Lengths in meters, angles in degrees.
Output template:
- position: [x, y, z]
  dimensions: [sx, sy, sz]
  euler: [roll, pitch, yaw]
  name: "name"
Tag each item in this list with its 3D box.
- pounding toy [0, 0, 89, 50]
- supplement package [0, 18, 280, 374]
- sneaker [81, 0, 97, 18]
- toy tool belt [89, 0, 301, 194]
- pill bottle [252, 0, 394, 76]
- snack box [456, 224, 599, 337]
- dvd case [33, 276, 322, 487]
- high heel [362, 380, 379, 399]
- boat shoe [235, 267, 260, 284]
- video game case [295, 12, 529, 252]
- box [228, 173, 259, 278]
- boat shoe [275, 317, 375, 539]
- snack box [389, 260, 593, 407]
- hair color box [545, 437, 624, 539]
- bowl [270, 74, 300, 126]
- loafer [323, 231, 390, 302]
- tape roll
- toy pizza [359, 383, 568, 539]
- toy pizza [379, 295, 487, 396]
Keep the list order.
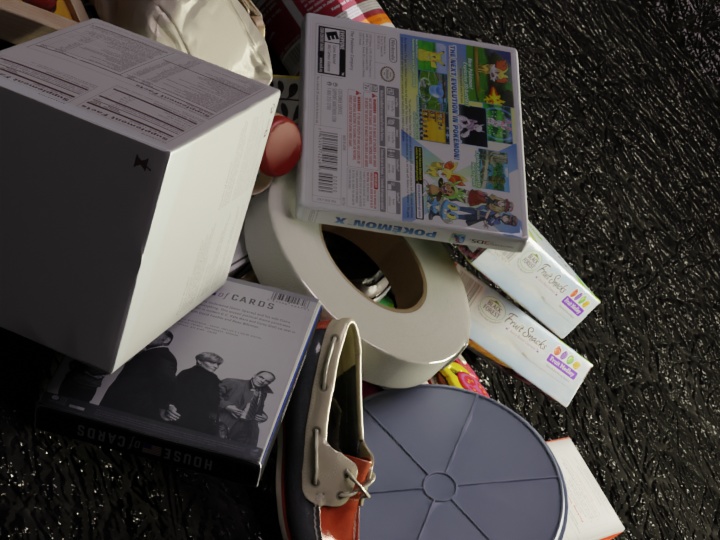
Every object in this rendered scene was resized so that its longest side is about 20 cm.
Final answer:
- position: [-0.285, -0.211, 1.315]
  dimensions: [0.199, 0.142, 0.185]
  euler: [15, 42, -55]
  name: "pounding toy"
- position: [-0.169, -0.056, 1.237]
  dimensions: [0.150, 0.153, 0.200]
  euler: [22, 21, 10]
  name: "supplement package"
- position: [-0.234, -0.237, 1.534]
  dimensions: [0.200, 0.075, 0.107]
  euler: [43, 22, -25]
  name: "sneaker"
- position: [-0.132, -0.154, 1.420]
  dimensions: [0.125, 0.122, 0.201]
  euler: [-55, 135, -23]
  name: "toy tool belt"
- position: [-0.061, -0.277, 1.874]
  dimensions: [0.201, 0.113, 0.113]
  euler: [56, 23, 6]
  name: "pill bottle"
- position: [0.110, -0.036, 1.609]
  dimensions: [0.143, 0.053, 0.200]
  euler: [53, 9, 34]
  name: "snack box"
- position: [-0.117, 0.061, 1.279]
  dimensions: [0.149, 0.025, 0.200]
  euler: [14, 31, 4]
  name: "dvd case"
- position: [0.057, 0.151, 1.505]
  dimensions: [0.067, 0.096, 0.201]
  euler: [16, 43, -54]
  name: "high heel"
- position: [-0.077, 0.041, 1.450]
  dimensions: [0.072, 0.065, 0.200]
  euler: [46, 24, 10]
  name: "boat shoe"
- position: [0.040, -0.110, 1.501]
  dimensions: [0.180, 0.022, 0.201]
  euler: [8, 53, -11]
  name: "video game case"
- position: [-0.127, -0.041, 1.476]
  dimensions: [0.117, 0.060, 0.200]
  euler: [53, 23, 2]
  name: "box"
- position: [-0.021, 0.134, 1.361]
  dimensions: [0.071, 0.062, 0.202]
  euler: [18, 63, -62]
  name: "boat shoe"
- position: [0.099, 0.038, 1.727]
  dimensions: [0.200, 0.053, 0.142]
  euler: [36, -2, -35]
  name: "snack box"
- position: [0.148, 0.207, 1.644]
  dimensions: [0.102, 0.061, 0.200]
  euler: [60, 23, 16]
  name: "hair color box"
- position: [-0.052, -0.109, 1.624]
  dimensions: [0.200, 0.199, 0.095]
  euler: [3, 91, -61]
  name: "bowl"
- position: [0.002, -0.036, 1.613]
  dimensions: [0.071, 0.064, 0.200]
  euler: [12, 26, 5]
  name: "loafer"
- position: [0.000, 0.000, 1.481]
  dimensions: [0.202, 0.037, 0.204]
  euler: [30, 35, -23]
  name: "tape roll"
- position: [0.058, 0.171, 1.442]
  dimensions: [0.198, 0.032, 0.201]
  euler: [4, 49, -5]
  name: "toy pizza"
- position: [0.045, 0.069, 1.607]
  dimensions: [0.200, 0.032, 0.200]
  euler: [37, 13, -10]
  name: "toy pizza"
